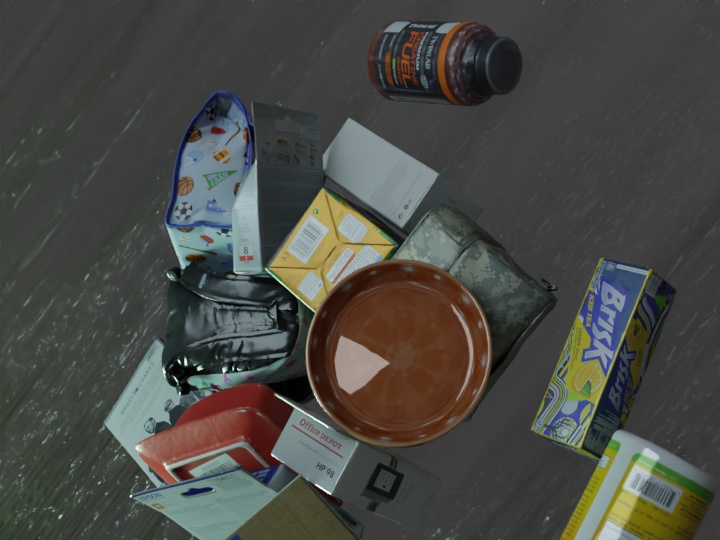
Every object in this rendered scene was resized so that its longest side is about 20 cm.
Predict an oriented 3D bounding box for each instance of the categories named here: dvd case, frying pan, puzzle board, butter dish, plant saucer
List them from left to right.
[{"bbox_3d":[-0.274,0.203,1.790,0.200,0.025,0.151,36,94,47],"label":"dvd case"},{"bbox_3d":[-0.136,0.209,1.565,0.199,0.200,0.149,-21,35,30],"label":"butter dish"},{"bbox_3d":[-0.088,0.112,1.665,0.115,0.031,0.190,-51,34,2],"label":"frying pan"},{"bbox_3d":[-0.051,0.340,1.396,0.151,0.200,0.017,-41,3,17],"label":"puzzle board"},{"bbox_3d":[0.041,0.089,1.358,0.198,0.032,0.202,-2,74,7],"label":"plant saucer"}]

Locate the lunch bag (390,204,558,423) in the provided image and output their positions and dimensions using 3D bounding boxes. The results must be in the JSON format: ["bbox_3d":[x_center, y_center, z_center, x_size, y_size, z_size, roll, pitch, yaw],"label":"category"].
[{"bbox_3d":[0.107,0.054,1.444,0.168,0.139,0.201,41,97,25],"label":"lunch bag"}]

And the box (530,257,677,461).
[{"bbox_3d":[0.257,0.093,1.339,0.070,0.064,0.201,15,78,45],"label":"box"}]

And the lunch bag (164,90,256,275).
[{"bbox_3d":[-0.175,-0.107,1.649,0.122,0.170,0.202,3,63,1],"label":"lunch bag"}]

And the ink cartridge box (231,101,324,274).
[{"bbox_3d":[-0.102,-0.097,1.568,0.050,0.162,0.202,-7,88,28],"label":"ink cartridge box"}]

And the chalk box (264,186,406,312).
[{"bbox_3d":[0.000,0.000,1.543,0.124,0.200,0.125,39,97,23],"label":"chalk box"}]

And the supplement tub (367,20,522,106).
[{"bbox_3d":[0.110,-0.266,1.637,0.199,0.107,0.108,11,75,45],"label":"supplement tub"}]

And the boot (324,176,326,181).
[{"bbox_3d":[-0.083,-0.033,1.716,0.200,0.069,0.174,-45,51,2],"label":"boot"}]

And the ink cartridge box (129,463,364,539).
[{"bbox_3d":[-0.131,0.276,1.473,0.199,0.200,0.041,-19,42,39],"label":"ink cartridge box"}]

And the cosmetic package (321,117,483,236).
[{"bbox_3d":[0.046,-0.103,1.607,0.085,0.107,0.200,-55,45,4],"label":"cosmetic package"}]

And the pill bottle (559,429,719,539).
[{"bbox_3d":[0.249,0.265,1.217,0.111,0.111,0.201,25,85,46],"label":"pill bottle"}]

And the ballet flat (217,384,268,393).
[{"bbox_3d":[-0.165,0.179,1.681,0.069,0.069,0.202,-1,69,42],"label":"ballet flat"}]

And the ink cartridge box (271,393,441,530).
[{"bbox_3d":[-0.016,0.214,1.422,0.115,0.199,0.067,24,84,47],"label":"ink cartridge box"}]

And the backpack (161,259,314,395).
[{"bbox_3d":[-0.142,0.072,1.599,0.198,0.126,0.169,-5,80,25],"label":"backpack"}]
